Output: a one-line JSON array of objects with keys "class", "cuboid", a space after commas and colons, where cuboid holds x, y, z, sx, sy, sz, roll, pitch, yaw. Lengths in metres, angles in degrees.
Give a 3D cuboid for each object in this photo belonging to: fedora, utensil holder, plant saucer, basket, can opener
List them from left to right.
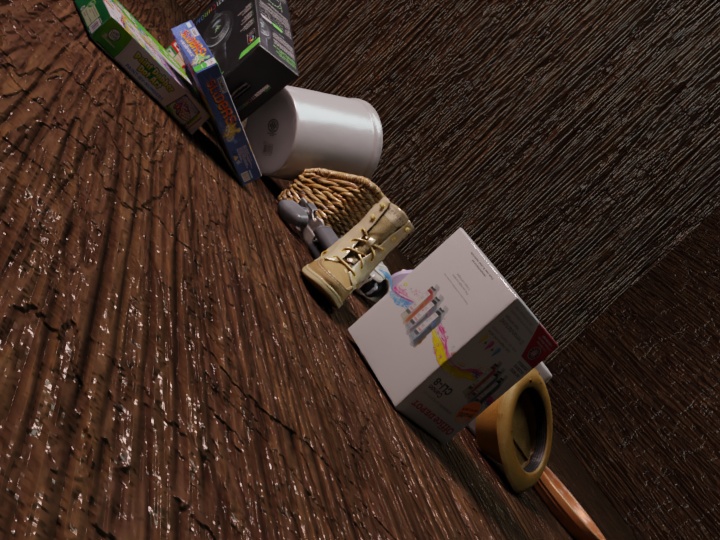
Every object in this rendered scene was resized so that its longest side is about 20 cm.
[{"class": "utensil holder", "cuboid": [-0.085, -0.241, 1.630, 0.197, 0.172, 0.171, 4, 36, -43]}, {"class": "can opener", "cuboid": [-0.073, -0.043, 1.404, 0.066, 0.054, 0.201, 2, 36, -35]}, {"class": "basket", "cuboid": [-0.034, -0.112, 1.581, 0.143, 0.149, 0.200, 51, 7, 30]}, {"class": "fedora", "cuboid": [0.235, 0.246, 1.421, 0.081, 0.204, 0.200, 1, -28, 36]}, {"class": "plant saucer", "cuboid": [0.381, 0.440, 1.687, 0.201, 0.037, 0.200, 48, 5, -5]}]

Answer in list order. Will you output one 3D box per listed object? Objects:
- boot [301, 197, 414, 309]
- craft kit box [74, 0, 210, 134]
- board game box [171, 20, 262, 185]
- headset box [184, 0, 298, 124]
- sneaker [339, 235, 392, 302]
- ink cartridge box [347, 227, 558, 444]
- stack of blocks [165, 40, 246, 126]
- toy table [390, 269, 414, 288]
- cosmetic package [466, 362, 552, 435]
[{"class": "boot", "cuboid": [0.001, -0.027, 1.231, 0.073, 0.155, 0.200, 47, 5, 1]}, {"class": "craft kit box", "cuboid": [-0.311, -0.307, 1.272, 0.198, 0.048, 0.201, 48, 5, -41]}, {"class": "board game box", "cuboid": [-0.207, -0.240, 1.305, 0.136, 0.034, 0.202, 57, -11, 43]}, {"class": "headset box", "cuboid": [-0.198, -0.349, 1.471, 0.092, 0.173, 0.203, 30, 40, -43]}, {"class": "sneaker", "cuboid": [0.000, 0.000, 1.513, 0.199, 0.071, 0.073, 36, 20, -54]}, {"class": "ink cartridge box", "cuboid": [0.115, 0.086, 1.143, 0.145, 0.199, 0.145, 41, 11, -47]}, {"class": "stack of blocks", "cuboid": [-0.271, -0.332, 1.671, 0.116, 0.058, 0.200, 52, 6, 28]}, {"class": "toy table", "cuboid": [0.139, 0.066, 1.681, 0.200, 0.184, 0.117, 45, 18, -1]}, {"class": "cosmetic package", "cuboid": [0.185, 0.135, 1.535, 0.200, 0.166, 0.168, 48, 5, -14]}]
